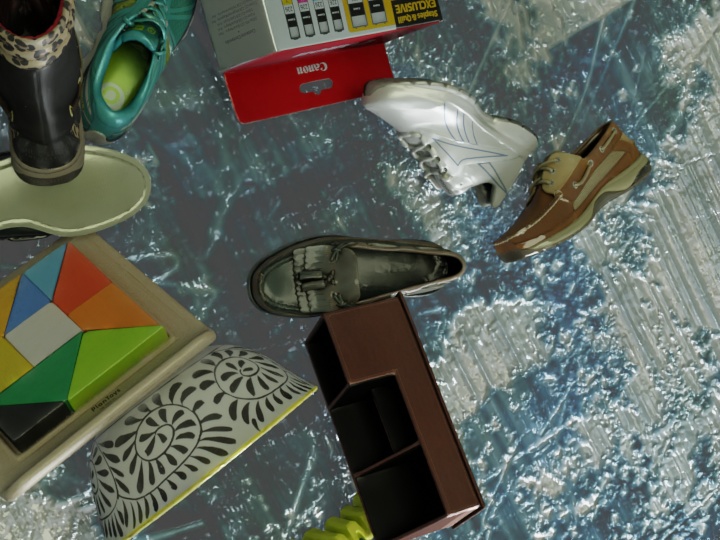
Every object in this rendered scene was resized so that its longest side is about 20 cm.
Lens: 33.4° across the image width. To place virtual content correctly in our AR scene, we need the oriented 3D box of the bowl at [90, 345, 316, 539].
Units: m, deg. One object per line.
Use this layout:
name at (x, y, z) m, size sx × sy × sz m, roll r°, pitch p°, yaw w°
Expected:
bowl at (-0.140, 0.117, 0.925) m, size 0.201 × 0.201 × 0.094 m, roll -37°, pitch 87°, yaw -22°

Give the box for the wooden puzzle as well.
wooden puzzle at (-0.233, 0.054, 0.883) m, size 0.185 × 0.200 × 0.037 m, roll -39°, pitch 139°, yaw -22°

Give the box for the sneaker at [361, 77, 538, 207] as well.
sneaker at (0.080, -0.118, 1.094) m, size 0.200 × 0.074 × 0.087 m, roll 21°, pitch 87°, yaw -34°

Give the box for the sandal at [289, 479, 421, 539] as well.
sandal at (-0.012, 0.258, 1.043) m, size 0.200 × 0.079 × 0.087 m, roll -29°, pitch 104°, yaw -23°

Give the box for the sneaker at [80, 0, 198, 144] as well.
sneaker at (-0.175, -0.195, 0.979) m, size 0.077 × 0.080 × 0.201 m, roll 23°, pitch 76°, yaw -23°

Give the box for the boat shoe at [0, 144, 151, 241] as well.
boat shoe at (-0.267, -0.059, 0.937) m, size 0.199 × 0.066 × 0.075 m, roll -17°, pitch 109°, yaw -20°

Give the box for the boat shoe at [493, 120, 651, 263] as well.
boat shoe at (0.197, -0.079, 1.164) m, size 0.200 × 0.076 × 0.074 m, roll -36°, pitch 98°, yaw -31°

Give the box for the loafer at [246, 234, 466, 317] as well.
loafer at (0.000, 0.000, 1.064) m, size 0.199 × 0.063 × 0.072 m, roll -8°, pitch 91°, yaw -26°

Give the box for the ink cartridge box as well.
ink cartridge box at (-0.032, -0.232, 1.023) m, size 0.200 × 0.084 × 0.176 m, roll -21°, pitch 98°, yaw -40°

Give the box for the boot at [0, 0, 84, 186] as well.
boot at (-0.242, -0.181, 0.873) m, size 0.073 × 0.151 × 0.201 m, roll -6°, pitch 59°, yaw -12°

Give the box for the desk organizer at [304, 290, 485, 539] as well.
desk organizer at (0.025, 0.128, 1.027) m, size 0.077 × 0.072 × 0.201 m, roll -12°, pitch 69°, yaw -24°
